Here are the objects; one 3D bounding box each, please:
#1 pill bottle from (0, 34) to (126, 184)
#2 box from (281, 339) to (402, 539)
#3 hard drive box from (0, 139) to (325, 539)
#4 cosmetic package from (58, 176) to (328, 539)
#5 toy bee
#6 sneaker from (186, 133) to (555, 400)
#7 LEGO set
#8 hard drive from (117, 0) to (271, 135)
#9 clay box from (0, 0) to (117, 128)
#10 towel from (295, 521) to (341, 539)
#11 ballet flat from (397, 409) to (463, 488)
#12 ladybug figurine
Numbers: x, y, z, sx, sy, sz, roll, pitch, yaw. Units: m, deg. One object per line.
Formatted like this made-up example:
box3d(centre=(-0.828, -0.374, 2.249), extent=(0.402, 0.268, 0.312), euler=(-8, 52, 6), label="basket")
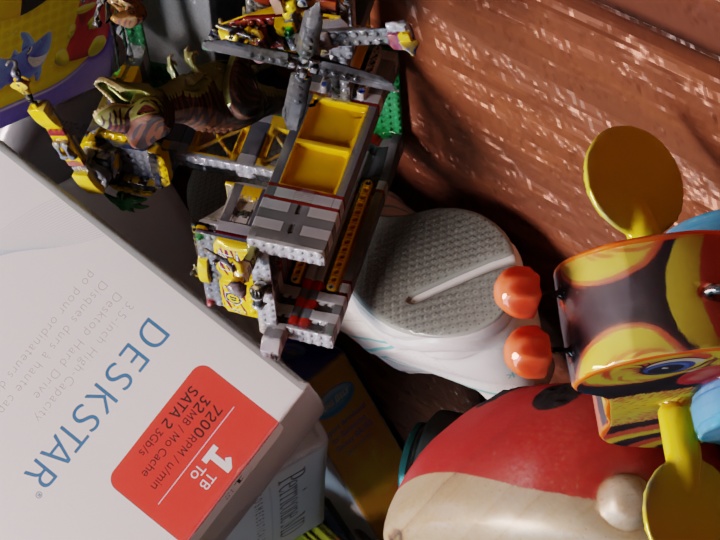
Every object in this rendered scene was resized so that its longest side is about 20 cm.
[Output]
box3d(centre=(-0.190, -0.124, 0.998), extent=(0.200, 0.109, 0.109), euler=(45, 159, 19), label="pill bottle")
box3d(centre=(-0.015, 0.102, 1.103), extent=(0.119, 0.041, 0.201), euler=(14, 140, 59), label="box")
box3d(centre=(-0.139, 0.050, 0.841), extent=(0.200, 0.156, 0.077), euler=(37, 173, 10), label="hard drive box")
box3d(centre=(-0.138, 0.079, 0.968), extent=(0.166, 0.199, 0.165), euler=(57, 169, 15), label="cosmetic package")
box3d(centre=(0.088, 0.010, 0.621), extent=(0.201, 0.108, 0.132), euler=(94, 169, -52), label="toy bee")
box3d(centre=(0.000, 0.000, 0.858), extent=(0.200, 0.070, 0.080), euler=(34, 165, 44), label="sneaker")
box3d(centre=(-0.058, -0.057, 0.754), extent=(0.153, 0.116, 0.201), euler=(16, 145, 5), label="LEGO set")
box3d(centre=(-0.113, -0.162, 0.877), extent=(0.200, 0.033, 0.140), euler=(43, 158, 22), label="hard drive")
box3d(centre=(-0.134, -0.141, 0.762), extent=(0.048, 0.115, 0.201), euler=(37, 135, 26), label="clay box")
box3d(centre=(-0.009, 0.160, 1.065), extent=(0.086, 0.018, 0.200), euler=(63, 167, -25), label="towel")
box3d(centre=(0.055, 0.132, 0.975), extent=(0.063, 0.068, 0.200), euler=(12, 150, 13), label="ballet flat")
box3d(centre=(0.079, 0.086, 0.785), extent=(0.135, 0.073, 0.200), euler=(12, 167, -7), label="ladybug figurine")
